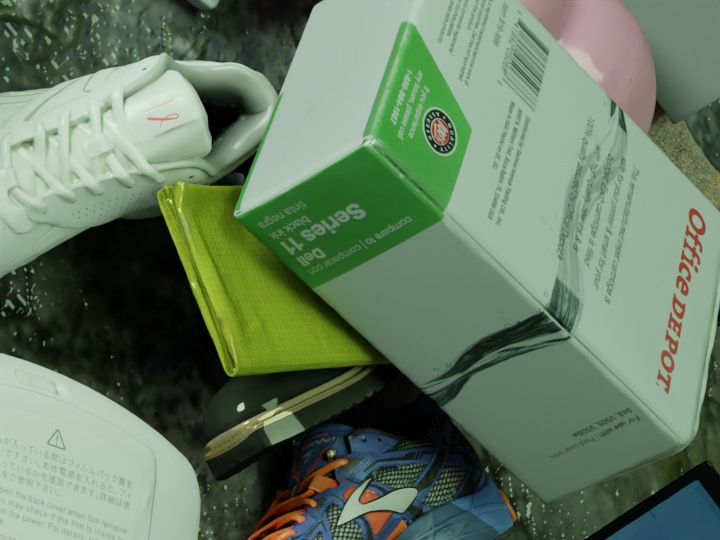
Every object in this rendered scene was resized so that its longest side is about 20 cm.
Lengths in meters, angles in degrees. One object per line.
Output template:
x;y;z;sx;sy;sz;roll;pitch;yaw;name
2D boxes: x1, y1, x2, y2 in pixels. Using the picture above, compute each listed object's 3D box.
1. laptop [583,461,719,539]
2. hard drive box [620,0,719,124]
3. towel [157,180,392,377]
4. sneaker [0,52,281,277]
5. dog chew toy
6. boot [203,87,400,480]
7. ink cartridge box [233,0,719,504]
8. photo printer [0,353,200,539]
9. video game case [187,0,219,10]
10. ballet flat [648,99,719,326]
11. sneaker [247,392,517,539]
0.129;0.223;1.203;0.177;0.103;0.200;52;47;-15;laptop
0.160;-0.187;1.350;0.156;0.077;0.200;55;25;-11;hard drive box
0.000;0.000;1.126;0.200;0.018;0.086;-2;63;-51;towel
-0.112;-0.051;1.080;0.200;0.099;0.078;-26;94;-45;sneaker
0.049;-0.112;1.220;0.200;0.124;0.125;48;48;-36;dog chew toy
-0.036;-0.005;1.162;0.138;0.077;0.200;58;33;-5;boot
0.058;-0.021;1.125;0.200;0.083;0.147;44;40;-23;ink cartridge box
-0.142;0.130;1.008;0.166;0.069;0.200;23;60;-35;photo printer
-0.068;-0.236;1.180;0.143;0.017;0.200;36;79;-34;video game case
0.139;-0.047;1.338;0.200;0.068;0.067;44;57;-20;ballet flat
-0.015;0.108;1.138;0.200;0.075;0.079;-21;88;-54;sneaker
